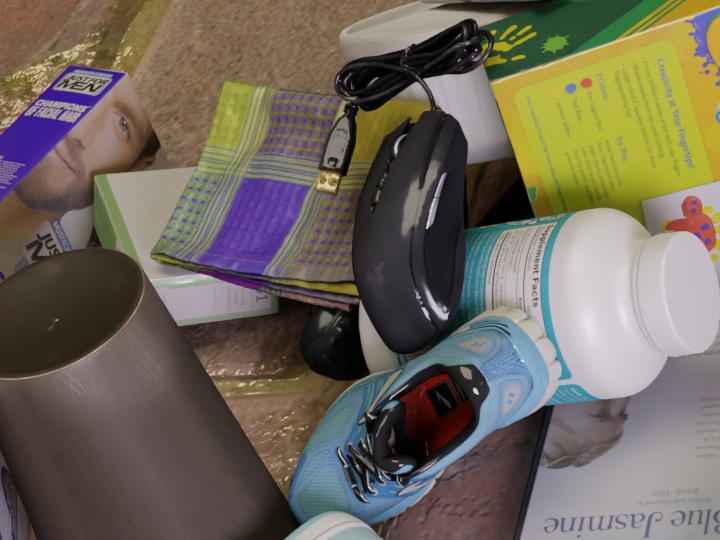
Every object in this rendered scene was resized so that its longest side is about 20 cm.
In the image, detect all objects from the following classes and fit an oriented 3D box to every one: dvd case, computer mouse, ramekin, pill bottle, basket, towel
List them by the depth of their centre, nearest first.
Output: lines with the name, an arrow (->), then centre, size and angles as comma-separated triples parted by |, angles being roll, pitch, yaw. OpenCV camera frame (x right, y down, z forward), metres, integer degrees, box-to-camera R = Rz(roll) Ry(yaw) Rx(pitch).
dvd case -> 0.169, 0.102, 1.345 | 0.142, 0.018, 0.200 | -5, 39, 22
basket -> -0.143, 0.097, 1.362 | 0.180, 0.200, 0.136 | 9, 45, 37
computer mouse -> 0.008, -0.049, 1.365 | 0.140, 0.046, 0.201 | -11, 66, 51
pill bottle -> 0.106, 0.024, 1.366 | 0.200, 0.111, 0.111 | -8, 37, 35
towel -> -0.042, -0.054, 1.491 | 0.200, 0.023, 0.144 | 12, 72, 42
ramekin -> 0.091, -0.134, 1.542 | 0.202, 0.095, 0.202 | -13, 13, 3

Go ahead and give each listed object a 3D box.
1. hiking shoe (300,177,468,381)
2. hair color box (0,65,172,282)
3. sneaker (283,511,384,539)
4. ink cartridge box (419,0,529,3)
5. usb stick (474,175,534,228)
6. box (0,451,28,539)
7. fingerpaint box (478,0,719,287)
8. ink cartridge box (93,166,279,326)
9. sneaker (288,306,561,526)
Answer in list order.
hiking shoe -> 0.000, 0.000, 1.516 | 0.086, 0.075, 0.200 | 10, 39, 24
hair color box -> -0.225, -0.043, 1.665 | 0.065, 0.109, 0.200 | 9, 46, 36
sneaker -> -0.028, 0.217, 1.252 | 0.130, 0.080, 0.200 | 18, 52, 44
ink cartridge box -> 0.126, -0.225, 1.476 | 0.146, 0.085, 0.200 | -17, 11, -18
usb stick -> 0.128, -0.054, 1.558 | 0.055, 0.033, 0.200 | 5, 43, 46
box -> -0.267, 0.173, 1.388 | 0.114, 0.132, 0.200 | -15, 36, 4
fingerpaint box -> 0.178, -0.078, 1.417 | 0.166, 0.200, 0.073 | -19, 35, 6
ink cartridge box -> -0.075, -0.026, 1.619 | 0.199, 0.048, 0.146 | -6, 33, -16
sneaker -> 0.018, 0.090, 1.320 | 0.200, 0.078, 0.090 | -42, -10, 35
